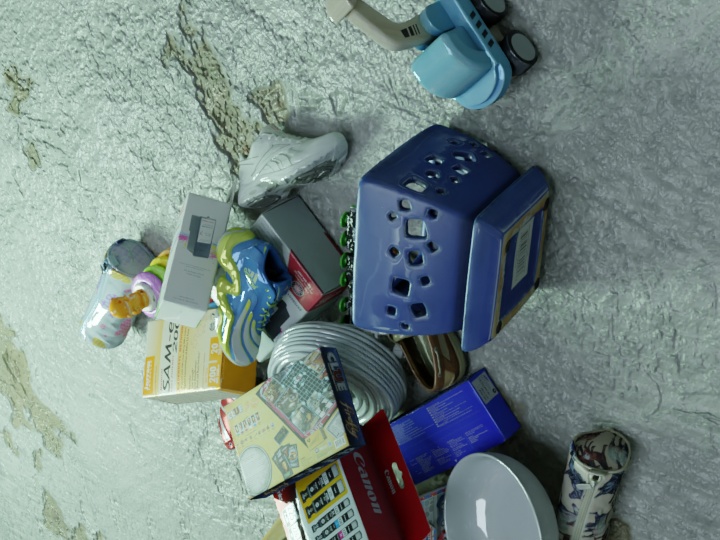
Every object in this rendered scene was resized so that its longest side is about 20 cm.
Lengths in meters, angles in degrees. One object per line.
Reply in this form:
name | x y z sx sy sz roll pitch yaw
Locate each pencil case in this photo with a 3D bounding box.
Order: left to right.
pencil case | -0.399 0.041 2.027 0.083 0.090 0.201 44 134 15
pencil case | 0.282 0.297 1.557 0.077 0.089 0.202 22 125 22

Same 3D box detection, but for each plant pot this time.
plant pot | 0.113 -0.034 1.470 0.178 0.200 0.202 18 123 25

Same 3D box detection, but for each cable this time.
cable | -0.032 0.151 1.726 0.197 0.070 0.201 8 141 19

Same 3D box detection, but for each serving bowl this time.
serving bowl | 0.190 0.329 1.592 0.199 0.065 0.203 13 106 55

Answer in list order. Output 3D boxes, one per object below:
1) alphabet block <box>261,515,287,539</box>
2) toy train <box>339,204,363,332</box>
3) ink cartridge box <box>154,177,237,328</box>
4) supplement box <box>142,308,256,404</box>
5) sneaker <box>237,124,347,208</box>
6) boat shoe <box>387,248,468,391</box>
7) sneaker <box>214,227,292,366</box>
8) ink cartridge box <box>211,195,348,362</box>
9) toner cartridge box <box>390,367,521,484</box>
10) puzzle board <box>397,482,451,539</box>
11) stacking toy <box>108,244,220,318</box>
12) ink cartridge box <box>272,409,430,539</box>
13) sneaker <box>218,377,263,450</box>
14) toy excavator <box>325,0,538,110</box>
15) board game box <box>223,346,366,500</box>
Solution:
alphabet block | -0.029 0.438 1.775 0.194 0.201 0.197 30 161 27
toy train | 0.000 0.000 1.678 0.041 0.056 0.202 21 126 30
ink cartridge box | -0.233 -0.032 1.758 0.066 0.203 0.117 15 162 -11
supplement box | -0.248 0.134 1.917 0.198 0.073 0.128 -12 70 44
sneaker | -0.102 -0.158 1.679 0.198 0.077 0.101 -22 77 36
boat shoe | 0.071 0.067 1.637 0.075 0.074 0.202 -30 90 45
sneaker | -0.145 0.045 1.697 0.104 0.075 0.203 12 117 36
ink cartridge box | -0.117 0.016 1.771 0.146 0.083 0.200 52 135 8
toner cartridge box | 0.119 0.215 1.692 0.199 0.043 0.096 -35 86 45
puzzle board | 0.119 0.382 1.703 0.017 0.149 0.203 32 132 51
stacking toy | -0.297 0.027 1.852 0.116 0.199 0.111 38 131 18
ink cartridge box | -0.019 0.303 1.642 0.175 0.083 0.201 -43 51 26
sneaker | -0.147 0.248 1.923 0.199 0.071 0.114 35 127 33
toy excavator | 0.076 -0.259 1.379 0.100 0.199 0.196 -36 87 44
board game box | -0.090 0.204 1.641 0.199 0.034 0.137 -32 67 35
